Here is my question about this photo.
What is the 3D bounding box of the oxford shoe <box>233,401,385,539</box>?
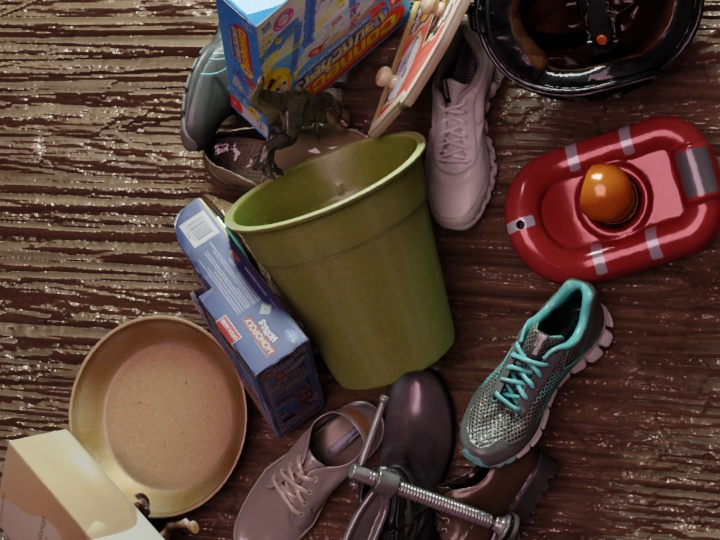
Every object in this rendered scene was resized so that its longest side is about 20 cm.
[{"bbox_3d":[-0.057,0.203,1.621,0.200,0.058,0.075,-46,75,12],"label":"oxford shoe"}]

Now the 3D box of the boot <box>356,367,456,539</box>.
[{"bbox_3d":[0.039,0.184,1.548,0.069,0.131,0.203,-3,84,19],"label":"boot"}]

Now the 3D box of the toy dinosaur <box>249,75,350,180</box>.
[{"bbox_3d":[-0.072,-0.131,1.545,0.047,0.200,0.089,25,99,19],"label":"toy dinosaur"}]

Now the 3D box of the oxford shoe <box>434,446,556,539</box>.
[{"bbox_3d":[0.092,0.237,1.544,0.084,0.073,0.201,33,88,-11],"label":"oxford shoe"}]

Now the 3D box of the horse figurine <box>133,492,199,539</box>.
[{"bbox_3d":[-0.207,0.316,1.656,0.132,0.050,0.202,-9,92,40],"label":"horse figurine"}]

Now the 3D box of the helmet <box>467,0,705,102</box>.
[{"bbox_3d":[0.204,-0.244,1.502,0.198,0.191,0.202,7,109,20],"label":"helmet"}]

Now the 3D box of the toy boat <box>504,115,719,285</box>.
[{"bbox_3d":[0.224,-0.065,1.508,0.198,0.131,0.132,-18,79,17],"label":"toy boat"}]

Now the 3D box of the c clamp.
[{"bbox_3d":[0.065,0.230,1.480,0.199,0.027,0.172,28,89,-18],"label":"c clamp"}]

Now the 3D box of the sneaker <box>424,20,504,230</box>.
[{"bbox_3d":[0.092,-0.140,1.591,0.074,0.081,0.203,5,88,18],"label":"sneaker"}]

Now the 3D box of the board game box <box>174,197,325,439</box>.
[{"bbox_3d":[-0.103,0.064,1.589,0.061,0.201,0.200,-33,57,-10],"label":"board game box"}]

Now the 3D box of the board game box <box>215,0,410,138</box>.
[{"bbox_3d":[-0.039,-0.246,1.551,0.200,0.196,0.056,-42,71,-16],"label":"board game box"}]

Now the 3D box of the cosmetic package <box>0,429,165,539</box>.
[{"bbox_3d":[-0.276,0.254,1.633,0.200,0.071,0.106,37,122,42],"label":"cosmetic package"}]

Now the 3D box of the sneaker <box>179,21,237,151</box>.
[{"bbox_3d":[-0.119,-0.201,1.651,0.078,0.076,0.202,20,66,5],"label":"sneaker"}]

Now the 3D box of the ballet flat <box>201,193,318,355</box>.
[{"bbox_3d":[-0.085,-0.006,1.657,0.065,0.071,0.201,-33,76,-14],"label":"ballet flat"}]

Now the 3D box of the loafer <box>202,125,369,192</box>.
[{"bbox_3d":[-0.070,-0.106,1.650,0.198,0.067,0.077,-1,84,19],"label":"loafer"}]

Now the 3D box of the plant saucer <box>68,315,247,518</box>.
[{"bbox_3d":[-0.199,0.147,1.687,0.198,0.035,0.203,-2,85,19],"label":"plant saucer"}]

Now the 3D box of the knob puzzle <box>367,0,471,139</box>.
[{"bbox_3d":[0.063,-0.237,1.526,0.030,0.220,0.221,26,94,-11],"label":"knob puzzle"}]

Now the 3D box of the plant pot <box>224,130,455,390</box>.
[{"bbox_3d":[0.000,0.000,1.548,0.198,0.200,0.192,-16,109,17],"label":"plant pot"}]

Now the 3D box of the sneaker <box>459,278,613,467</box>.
[{"bbox_3d":[0.153,0.085,1.506,0.077,0.091,0.201,29,69,24],"label":"sneaker"}]
